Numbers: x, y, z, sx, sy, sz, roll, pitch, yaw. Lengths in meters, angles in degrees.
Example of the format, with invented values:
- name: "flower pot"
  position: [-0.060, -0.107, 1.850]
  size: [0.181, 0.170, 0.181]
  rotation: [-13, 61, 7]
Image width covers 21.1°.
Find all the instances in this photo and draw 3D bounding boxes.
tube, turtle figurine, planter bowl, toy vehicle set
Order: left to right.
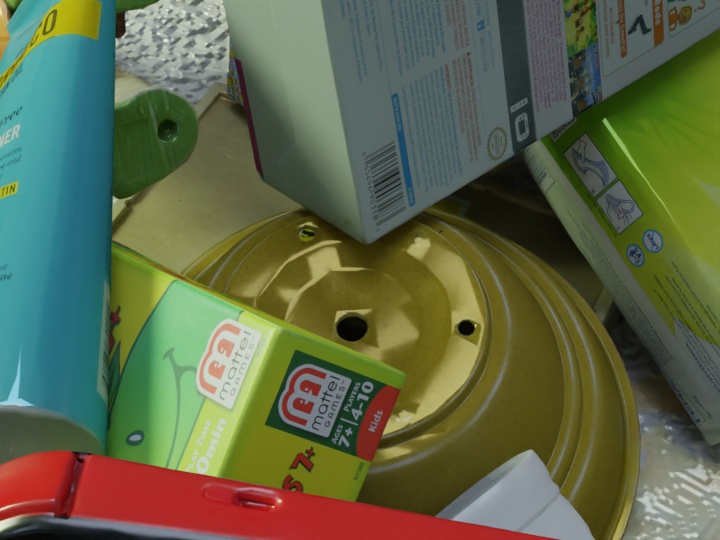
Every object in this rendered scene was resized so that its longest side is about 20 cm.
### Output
- name: "turtle figurine"
  position: [-0.162, -0.090, 0.753]
  size: [0.194, 0.200, 0.144]
  rotation: [16, 83, 50]
- name: "tube"
  position: [-0.099, -0.027, 0.603]
  size: [0.050, 0.077, 0.201]
  rotation: [26, 45, -31]
- name: "planter bowl"
  position: [-0.001, 0.038, 0.664]
  size: [0.200, 0.084, 0.201]
  rotation: [-2, 57, 3]
- name: "toy vehicle set"
  position: [0.000, 0.000, 0.770]
  size: [0.199, 0.027, 0.124]
  rotation: [21, 48, 16]

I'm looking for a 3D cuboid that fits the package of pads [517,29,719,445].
- name: "package of pads"
  position: [0.176, -0.038, 0.760]
  size: [0.200, 0.068, 0.155]
  rotation: [-28, 78, -27]

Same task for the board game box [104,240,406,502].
- name: "board game box"
  position: [-0.074, 0.049, 0.605]
  size: [0.048, 0.102, 0.200]
  rotation: [22, 0, -34]

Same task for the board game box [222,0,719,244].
- name: "board game box"
  position: [0.048, -0.123, 0.656]
  size: [0.200, 0.148, 0.064]
  rotation: [-30, 41, -27]

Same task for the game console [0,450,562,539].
- name: "game console"
  position: [-0.025, 0.145, 0.510]
  size: [0.176, 0.201, 0.031]
  rotation: [8, 26, 1]

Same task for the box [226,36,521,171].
- name: "box"
  position: [0.057, -0.162, 0.781]
  size: [0.192, 0.201, 0.122]
  rotation: [-20, 36, -33]

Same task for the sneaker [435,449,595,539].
- name: "sneaker"
  position: [0.009, 0.160, 0.579]
  size: [0.200, 0.074, 0.116]
  rotation: [-38, 89, -4]
